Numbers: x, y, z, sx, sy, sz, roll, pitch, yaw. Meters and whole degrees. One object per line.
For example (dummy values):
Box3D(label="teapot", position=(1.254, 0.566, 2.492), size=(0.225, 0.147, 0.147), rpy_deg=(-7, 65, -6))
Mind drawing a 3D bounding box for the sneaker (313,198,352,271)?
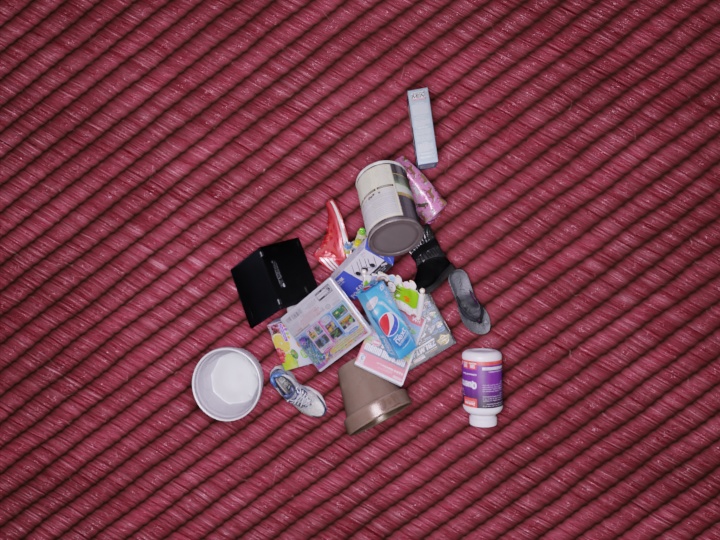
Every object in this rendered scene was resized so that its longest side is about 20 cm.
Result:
Box3D(label="sneaker", position=(-0.092, -0.093, 1.626), size=(0.113, 0.078, 0.204), rpy_deg=(-18, 89, 1))

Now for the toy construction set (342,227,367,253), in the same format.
Box3D(label="toy construction set", position=(0.049, -0.105, 1.600), size=(0.129, 0.093, 0.202), rpy_deg=(25, 62, 13))

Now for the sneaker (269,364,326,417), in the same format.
Box3D(label="sneaker", position=(-0.184, 0.355, 1.630), size=(0.199, 0.085, 0.078), rpy_deg=(37, 92, 1))

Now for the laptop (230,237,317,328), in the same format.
Box3D(label="laptop", position=(-0.246, 0.034, 1.646), size=(0.197, 0.116, 0.190), rpy_deg=(-17, 75, -25))

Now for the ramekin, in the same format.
Box3D(label="ramekin", position=(-0.368, 0.313, 1.628), size=(0.195, 0.105, 0.205), rpy_deg=(0, 91, 2))

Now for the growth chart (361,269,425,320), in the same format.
Box3D(label="growth chart", position=(0.085, 0.060, 1.519), size=(0.197, 0.146, 0.018), rpy_deg=(20, 52, 26))

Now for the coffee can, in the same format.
Box3D(label="coffee can", position=(0.072, -0.161, 1.488), size=(0.143, 0.147, 0.203), rpy_deg=(-13, 57, 3))

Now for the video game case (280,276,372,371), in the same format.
Box3D(label="video game case", position=(-0.093, 0.145, 1.528), size=(0.199, 0.024, 0.183), rpy_deg=(-38, 90, 23))

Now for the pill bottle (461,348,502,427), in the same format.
Box3D(label="pill bottle", position=(0.339, 0.323, 1.591), size=(0.110, 0.112, 0.205), rpy_deg=(-1, 90, 3))

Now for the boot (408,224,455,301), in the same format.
Box3D(label="boot", position=(0.161, -0.022, 1.576), size=(0.079, 0.210, 0.159), rpy_deg=(-31, 94, 45))

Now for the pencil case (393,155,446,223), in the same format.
Box3D(label="pencil case", position=(0.154, -0.226, 1.610), size=(0.083, 0.087, 0.200), rpy_deg=(-42, 87, -17))

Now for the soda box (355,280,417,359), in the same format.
Box3D(label="soda box", position=(0.068, 0.128, 1.493), size=(0.064, 0.068, 0.203), rpy_deg=(-33, 103, -20))

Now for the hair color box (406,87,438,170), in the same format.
Box3D(label="hair color box", position=(0.172, -0.391, 1.598), size=(0.059, 0.099, 0.205), rpy_deg=(-8, 90, 3))

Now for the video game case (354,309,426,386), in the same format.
Box3D(label="video game case", position=(0.084, 0.194, 1.560), size=(0.141, 0.018, 0.203), rpy_deg=(23, 65, 3))

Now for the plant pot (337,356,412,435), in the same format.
Box3D(label="plant pot", position=(0.019, 0.331, 1.581), size=(0.198, 0.200, 0.177), rpy_deg=(-28, 73, 3))

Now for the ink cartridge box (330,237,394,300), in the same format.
Box3D(label="ink cartridge box", position=(0.000, 0.000, 1.565), size=(0.093, 0.200, 0.045), rpy_deg=(28, 48, -17))

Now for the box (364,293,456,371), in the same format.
Box3D(label="box", position=(0.141, 0.166, 1.631), size=(0.198, 0.050, 0.201), rpy_deg=(-30, 89, 2))

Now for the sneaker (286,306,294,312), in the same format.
Box3D(label="sneaker", position=(-0.116, 0.123, 1.631), size=(0.196, 0.072, 0.073), rpy_deg=(13, 93, 4))

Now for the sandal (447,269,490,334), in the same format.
Box3D(label="sandal", position=(0.305, 0.095, 1.620), size=(0.074, 0.048, 0.203), rpy_deg=(-28, 93, 5))

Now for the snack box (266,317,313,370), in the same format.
Box3D(label="snack box", position=(-0.149, 0.185, 1.601), size=(0.197, 0.053, 0.145), rpy_deg=(-18, 99, 24))
